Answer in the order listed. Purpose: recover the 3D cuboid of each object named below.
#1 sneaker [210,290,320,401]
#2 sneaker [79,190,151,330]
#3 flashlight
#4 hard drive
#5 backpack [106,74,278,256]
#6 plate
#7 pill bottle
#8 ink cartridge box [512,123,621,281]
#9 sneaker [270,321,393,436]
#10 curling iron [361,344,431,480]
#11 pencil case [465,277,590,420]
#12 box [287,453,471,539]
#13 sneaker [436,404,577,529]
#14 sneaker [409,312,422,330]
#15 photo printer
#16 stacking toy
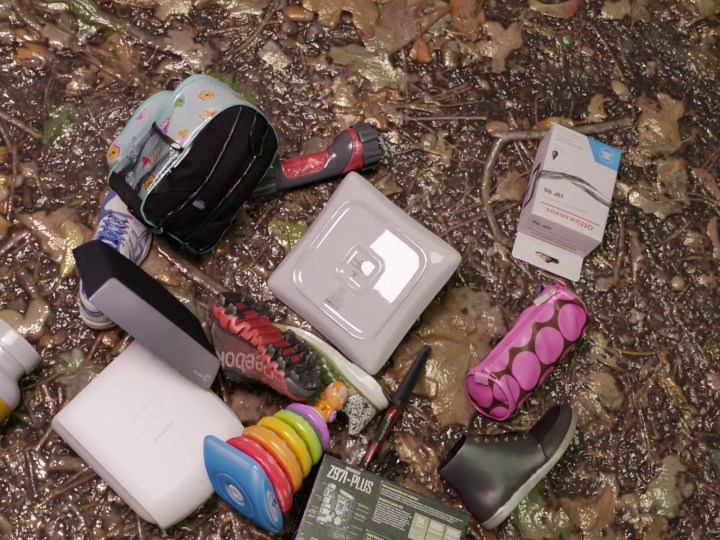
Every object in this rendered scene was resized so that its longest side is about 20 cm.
[{"bbox_3d":[-0.124,0.111,1.142,0.070,0.099,0.200,-3,32,-47],"label":"sneaker"},{"bbox_3d":[-0.314,-0.028,1.181,0.074,0.088,0.203,7,66,-7],"label":"sneaker"},{"bbox_3d":[-0.070,-0.156,1.295,0.197,0.068,0.069,-15,74,-18],"label":"flashlight"},{"bbox_3d":[-0.250,0.049,1.093,0.042,0.200,0.135,-43,38,2],"label":"hard drive"},{"bbox_3d":[-0.211,-0.147,1.180,0.200,0.176,0.153,-46,59,3],"label":"backpack"},{"bbox_3d":[0.000,0.000,1.214,0.199,0.032,0.201,38,91,14],"label":"plate"},{"bbox_3d":[-0.469,0.153,1.063,0.111,0.112,0.201,37,66,4],"label":"pill bottle"},{"bbox_3d":[0.305,-0.100,1.354,0.114,0.068,0.203,20,67,-4],"label":"ink cartridge box"},{"bbox_3d":[-0.056,0.141,1.185,0.199,0.077,0.089,35,79,7],"label":"sneaker"},{"bbox_3d":[0.053,0.189,1.211,0.049,0.026,0.202,27,65,-11],"label":"curling iron"},{"bbox_3d":[0.224,0.105,1.243,0.090,0.094,0.200,27,60,33],"label":"pencil case"},{"bbox_3d":[0.012,0.341,1.108,0.197,0.086,0.166,22,66,-3],"label":"box"},{"bbox_3d":[0.194,0.225,1.194,0.106,0.075,0.200,46,68,-1],"label":"sneaker"},{"bbox_3d":[0.021,0.000,1.262,0.079,0.074,0.202,-27,72,-5],"label":"sneaker"},{"bbox_3d":[-0.247,0.198,1.117,0.200,0.070,0.166,43,67,6],"label":"photo printer"},{"bbox_3d":[-0.079,0.201,1.095,0.109,0.118,0.199,19,44,38],"label":"stacking toy"}]
